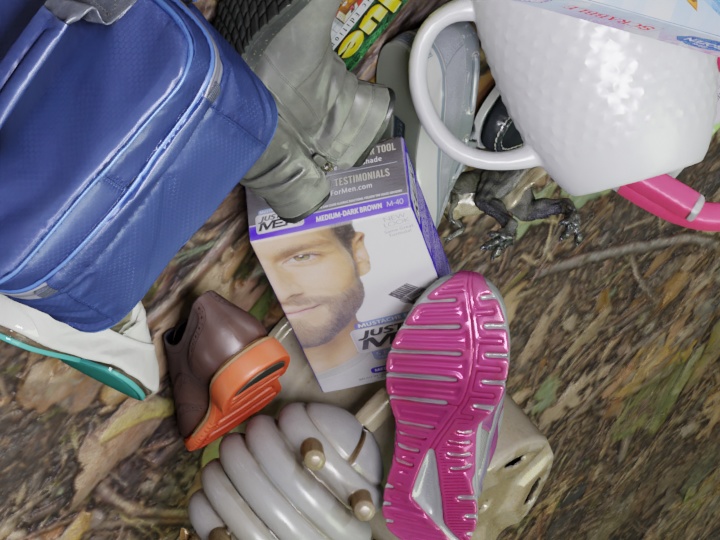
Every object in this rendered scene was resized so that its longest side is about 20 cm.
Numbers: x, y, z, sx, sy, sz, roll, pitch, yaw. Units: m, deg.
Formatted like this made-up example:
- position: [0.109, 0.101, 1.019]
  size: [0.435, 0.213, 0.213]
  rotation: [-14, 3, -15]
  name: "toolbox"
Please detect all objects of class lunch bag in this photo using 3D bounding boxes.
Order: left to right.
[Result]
- position: [-0.148, -0.079, 1.314]
  size: [0.200, 0.136, 0.132]
  rotation: [-51, 155, 5]
  name: "lunch bag"

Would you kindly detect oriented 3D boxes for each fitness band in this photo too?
- position: [0.221, -0.115, 1.768]
  size: [0.144, 0.200, 0.037]
  rotation: [-56, 177, -20]
  name: "fitness band"

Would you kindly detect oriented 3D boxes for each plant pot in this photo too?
- position: [0.035, 0.119, 1.829]
  size: [0.200, 0.183, 0.201]
  rotation: [-37, 152, -23]
  name: "plant pot"

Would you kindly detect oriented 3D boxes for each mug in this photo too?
- position: [0.129, -0.136, 1.587]
  size: [0.199, 0.176, 0.148]
  rotation: [-16, -178, 1]
  name: "mug"

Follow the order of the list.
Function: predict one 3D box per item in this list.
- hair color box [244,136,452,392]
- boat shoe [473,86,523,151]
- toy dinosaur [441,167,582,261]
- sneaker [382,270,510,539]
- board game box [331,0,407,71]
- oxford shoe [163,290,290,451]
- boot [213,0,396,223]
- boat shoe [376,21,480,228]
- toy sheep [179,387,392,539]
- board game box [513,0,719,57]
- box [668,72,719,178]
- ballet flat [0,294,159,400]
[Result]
- position: [0.000, 0.000, 1.667]
  size: [0.109, 0.065, 0.200]
  rotation: [-12, 144, 8]
  name: "hair color box"
- position: [0.167, -0.140, 1.822]
  size: [0.200, 0.060, 0.076]
  rotation: [-38, 153, -22]
  name: "boat shoe"
- position: [0.109, -0.051, 1.769]
  size: [0.199, 0.088, 0.048]
  rotation: [-23, 138, -4]
  name: "toy dinosaur"
- position: [0.058, 0.083, 1.672]
  size: [0.088, 0.081, 0.201]
  rotation: [-68, 170, -61]
  name: "sneaker"
- position: [-0.006, -0.174, 1.544]
  size: [0.200, 0.023, 0.105]
  rotation: [-51, 157, 5]
  name: "board game box"
- position: [-0.097, 0.066, 1.687]
  size: [0.071, 0.073, 0.200]
  rotation: [-33, 170, -23]
  name: "oxford shoe"
- position: [-0.026, -0.126, 1.479]
  size: [0.130, 0.068, 0.200]
  rotation: [23, 116, -39]
  name: "boot"
- position: [0.050, -0.087, 1.696]
  size: [0.071, 0.070, 0.201]
  rotation: [-25, 144, -26]
  name: "boat shoe"
- position: [-0.046, 0.157, 1.709]
  size: [0.200, 0.138, 0.138]
  rotation: [-40, 155, 3]
  name: "toy sheep"
- position: [0.166, -0.244, 1.489]
  size: [0.199, 0.041, 0.201]
  rotation: [11, 80, -34]
  name: "board game box"
- position: [0.264, -0.155, 1.887]
  size: [0.200, 0.041, 0.156]
  rotation: [-48, -169, 0]
  name: "box"
- position: [-0.168, 0.031, 1.534]
  size: [0.070, 0.069, 0.200]
  rotation: [-50, 154, 3]
  name: "ballet flat"
